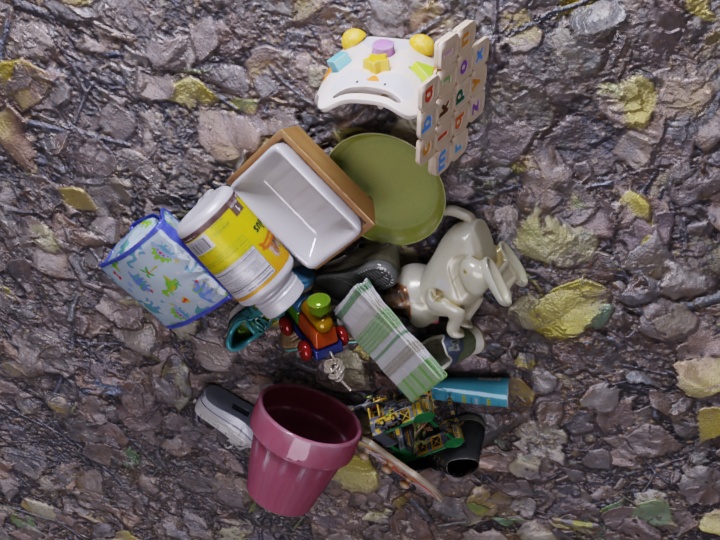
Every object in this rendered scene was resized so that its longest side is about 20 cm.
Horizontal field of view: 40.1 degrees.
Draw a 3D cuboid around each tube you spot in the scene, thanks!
[{"bbox_3d":[0.163,0.210,1.744,0.198,0.051,0.078,2,149,13],"label":"tube"}]

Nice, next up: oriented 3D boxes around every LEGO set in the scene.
[{"bbox_3d":[0.088,0.244,1.728,0.153,0.116,0.200,-29,142,23],"label":"LEGO set"}]

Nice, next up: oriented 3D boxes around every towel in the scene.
[{"bbox_3d":[0.046,0.113,1.575,0.200,0.031,0.149,48,154,4],"label":"towel"}]

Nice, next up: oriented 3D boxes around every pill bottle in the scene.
[{"bbox_3d":[-0.178,-0.023,1.510,0.109,0.109,0.200,-31,110,29],"label":"pill bottle"}]

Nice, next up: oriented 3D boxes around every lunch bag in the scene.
[{"bbox_3d":[-0.303,-0.006,1.605,0.170,0.128,0.200,43,153,-20],"label":"lunch bag"}]

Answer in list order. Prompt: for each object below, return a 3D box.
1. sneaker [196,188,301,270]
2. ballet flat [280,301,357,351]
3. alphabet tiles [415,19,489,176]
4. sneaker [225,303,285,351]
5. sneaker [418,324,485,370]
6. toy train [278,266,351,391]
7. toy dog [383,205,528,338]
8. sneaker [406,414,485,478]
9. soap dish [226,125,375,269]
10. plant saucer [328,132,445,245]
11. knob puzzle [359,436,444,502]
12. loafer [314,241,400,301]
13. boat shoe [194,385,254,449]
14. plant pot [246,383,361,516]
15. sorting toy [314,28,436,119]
[{"bbox_3d":[-0.179,-0.062,1.597,0.199,0.075,0.100,24,128,-7],"label":"sneaker"},{"bbox_3d":[-0.051,0.092,1.701,0.199,0.068,0.073,-8,104,21],"label":"ballet flat"},{"bbox_3d":[0.124,-0.233,1.345,0.015,0.196,0.201,20,131,25],"label":"alphabet tiles"},{"bbox_3d":[-0.163,0.073,1.691,0.077,0.080,0.200,37,124,-15],"label":"sneaker"},{"bbox_3d":[0.112,0.142,1.648,0.200,0.089,0.068,-29,78,48],"label":"sneaker"},{"bbox_3d":[-0.060,0.088,1.575,0.084,0.200,0.116,-20,132,-21],"label":"toy train"},{"bbox_3d":[0.130,0.017,1.557,0.199,0.140,0.194,-30,102,29],"label":"toy dog"},{"bbox_3d":[0.135,0.340,1.808,0.199,0.107,0.075,-30,115,30],"label":"sneaker"},{"bbox_3d":[-0.087,-0.113,1.512,0.200,0.081,0.157,45,134,-11],"label":"soap dish"},{"bbox_3d":[0.039,-0.129,1.516,0.199,0.031,0.201,13,130,16],"label":"plant saucer"},{"bbox_3d":[0.068,0.369,1.794,0.219,0.031,0.220,33,168,8],"label":"knob puzzle"},{"bbox_3d":[0.000,0.000,1.598,0.075,0.070,0.199,43,148,-26],"label":"loafer"},{"bbox_3d":[-0.230,0.305,1.878,0.201,0.075,0.086,33,125,-10],"label":"boat shoe"},{"bbox_3d":[-0.118,0.328,1.766,0.199,0.200,0.180,21,109,-4],"label":"plant pot"},{"bbox_3d":[0.023,-0.249,1.348,0.198,0.180,0.108,7,122,9],"label":"sorting toy"}]
